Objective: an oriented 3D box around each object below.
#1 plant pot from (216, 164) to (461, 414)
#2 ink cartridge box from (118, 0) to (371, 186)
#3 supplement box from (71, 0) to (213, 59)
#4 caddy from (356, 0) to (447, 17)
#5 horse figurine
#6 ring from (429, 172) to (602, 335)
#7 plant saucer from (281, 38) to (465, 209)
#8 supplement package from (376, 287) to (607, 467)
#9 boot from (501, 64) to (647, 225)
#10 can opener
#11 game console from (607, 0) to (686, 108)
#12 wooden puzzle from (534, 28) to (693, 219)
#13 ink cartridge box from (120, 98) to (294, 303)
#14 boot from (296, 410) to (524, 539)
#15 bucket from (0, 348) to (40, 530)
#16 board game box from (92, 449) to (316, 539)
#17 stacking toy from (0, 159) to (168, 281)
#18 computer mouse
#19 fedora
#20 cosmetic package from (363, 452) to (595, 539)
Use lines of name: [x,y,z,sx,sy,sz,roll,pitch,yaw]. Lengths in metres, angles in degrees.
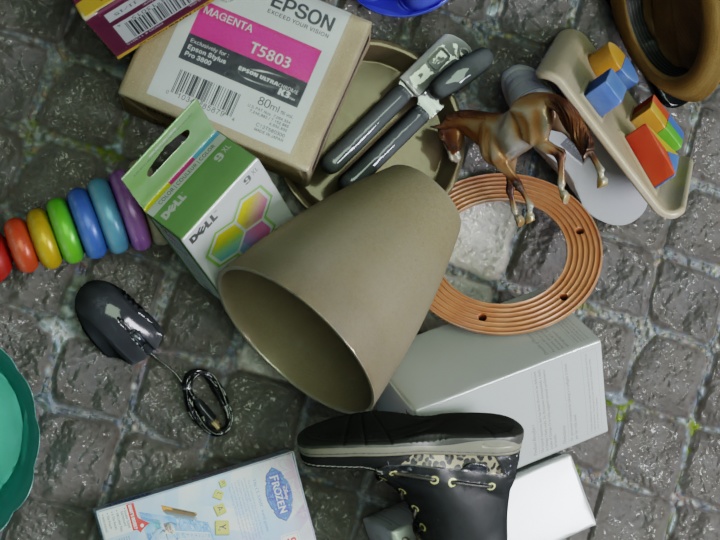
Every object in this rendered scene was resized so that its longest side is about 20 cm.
plant pot: [0.000,0.000,1.398,0.187,0.187,0.200,47,65,-8]
ink cartridge box: [-0.109,-0.196,1.431,0.200,0.075,0.165,22,82,0]
supplement box: [-0.228,-0.320,1.367,0.131,0.103,0.200,-32,74,1]
caddy: [0.049,-0.356,1.488,0.141,0.105,0.201,16,82,11]
horse figurine: [0.160,-0.118,1.422,0.050,0.200,0.133,-24,89,-32]
ring: [0.141,-0.016,1.483,0.200,0.019,0.201,-3,54,4]
plant saucer: [0.007,-0.133,1.497,0.199,0.029,0.201,1,85,-14]
supplement package: [0.125,0.120,1.452,0.200,0.117,0.117,-19,123,-15]
boot: [0.220,-0.135,1.529,0.073,0.096,0.200,-37,123,15]
can opener: [0.044,-0.159,1.465,0.200,0.066,0.053,-44,97,-9]
game console: [0.366,-0.300,1.560,0.176,0.116,0.200,-29,94,-15]
wooden puzzle: [0.269,-0.160,1.501,0.200,0.185,0.046,47,116,-6]
ink cartridge box: [-0.133,-0.057,1.377,0.059,0.200,0.104,35,76,30]
boot: [0.045,0.209,1.344,0.203,0.074,0.154,-1,109,-2]
bucket: [-0.387,0.148,1.324,0.207,0.135,0.208,1,86,-15]
board game box: [-0.135,0.296,1.431,0.199,0.041,0.201,-15,90,-15]
stacking toy: [-0.282,-0.035,1.395,0.199,0.085,0.086,-20,92,-11]
computer mouse: [-0.196,0.086,1.431,0.200,0.034,0.059,43,77,-9]
fedora: [0.333,-0.275,1.502,0.082,0.201,0.201,-20,92,-21]
cosmetic package: [0.116,0.248,1.466,0.199,0.113,0.081,-20,93,-13]
